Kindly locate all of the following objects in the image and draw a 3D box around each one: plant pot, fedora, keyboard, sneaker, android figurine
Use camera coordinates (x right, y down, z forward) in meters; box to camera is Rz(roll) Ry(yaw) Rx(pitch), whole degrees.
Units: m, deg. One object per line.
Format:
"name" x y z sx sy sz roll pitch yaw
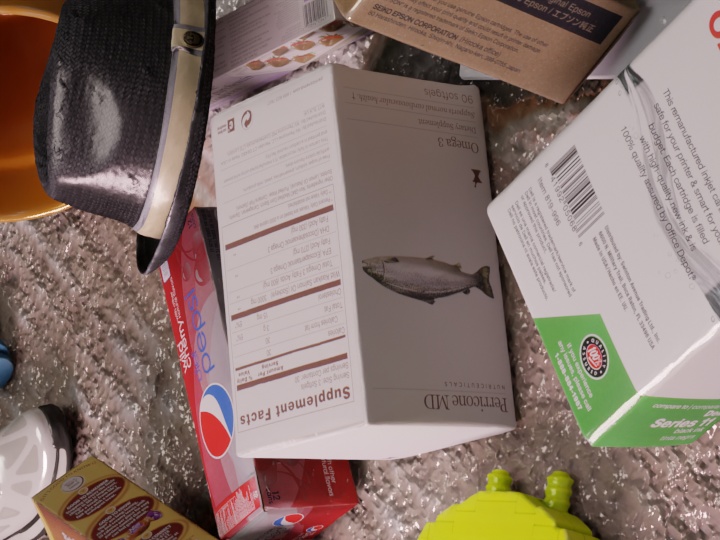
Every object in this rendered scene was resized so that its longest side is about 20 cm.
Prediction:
"plant pot" -0.253 -0.167 1.525 0.200 0.199 0.184 -49 37 36
"fedora" -0.148 -0.101 1.342 0.201 0.091 0.202 -170 90 -76
"keyboard" 0.123 -0.131 1.194 0.199 0.011 0.057 6 96 51
"sneaker" -0.291 0.167 1.581 0.201 0.115 0.076 -49 52 36
"android figurine" 0.073 0.204 1.177 0.181 0.041 0.201 -7 68 48

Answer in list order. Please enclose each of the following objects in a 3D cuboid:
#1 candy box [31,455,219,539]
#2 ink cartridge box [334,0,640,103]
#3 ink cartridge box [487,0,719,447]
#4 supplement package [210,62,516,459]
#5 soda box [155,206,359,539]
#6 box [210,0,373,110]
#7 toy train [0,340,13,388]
"candy box" -0.118 0.204 1.375 0.200 0.056 0.117 24 140 48
"ink cartridge box" 0.036 -0.197 1.170 0.075 0.164 0.201 -50 47 27
"ink cartridge box" 0.170 -0.028 1.067 0.200 0.083 0.147 -45 53 39
"supplement package" 0.000 0.000 1.243 0.117 0.116 0.201 -18 73 46
"soda box" -0.065 0.063 1.350 0.063 0.070 0.201 -41 56 50
"box" -0.064 -0.143 1.396 0.199 0.039 0.042 -21 70 48
"toy train" -0.354 0.042 1.608 0.116 0.199 0.085 49 122 35
